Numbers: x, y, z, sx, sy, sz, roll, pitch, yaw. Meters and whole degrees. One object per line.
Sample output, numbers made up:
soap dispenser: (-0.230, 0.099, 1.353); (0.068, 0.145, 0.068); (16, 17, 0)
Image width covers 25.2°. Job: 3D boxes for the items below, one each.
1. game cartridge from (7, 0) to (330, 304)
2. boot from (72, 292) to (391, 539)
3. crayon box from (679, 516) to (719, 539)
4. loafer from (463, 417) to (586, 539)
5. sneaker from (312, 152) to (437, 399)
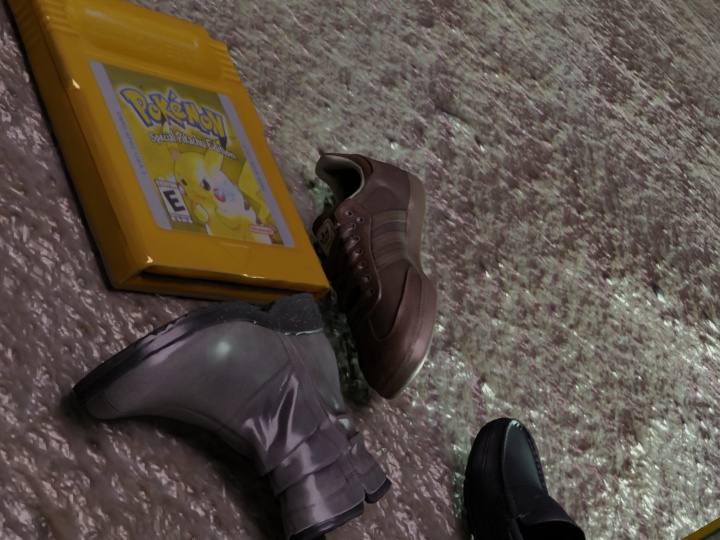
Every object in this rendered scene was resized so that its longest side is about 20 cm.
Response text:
game cartridge: (-0.111, -0.075, 0.960); (0.176, 0.032, 0.201); (8, 54, -55)
boot: (-0.054, 0.086, 0.844); (0.199, 0.070, 0.132); (-11, 75, -56)
crayon box: (0.198, 0.228, 0.969); (0.058, 0.172, 0.200); (50, 28, -3)
loafer: (0.109, 0.170, 1.000); (0.068, 0.070, 0.201); (37, 33, -31)
sneaker: (0.000, 0.000, 1.039); (0.075, 0.071, 0.201); (22, 35, -18)
